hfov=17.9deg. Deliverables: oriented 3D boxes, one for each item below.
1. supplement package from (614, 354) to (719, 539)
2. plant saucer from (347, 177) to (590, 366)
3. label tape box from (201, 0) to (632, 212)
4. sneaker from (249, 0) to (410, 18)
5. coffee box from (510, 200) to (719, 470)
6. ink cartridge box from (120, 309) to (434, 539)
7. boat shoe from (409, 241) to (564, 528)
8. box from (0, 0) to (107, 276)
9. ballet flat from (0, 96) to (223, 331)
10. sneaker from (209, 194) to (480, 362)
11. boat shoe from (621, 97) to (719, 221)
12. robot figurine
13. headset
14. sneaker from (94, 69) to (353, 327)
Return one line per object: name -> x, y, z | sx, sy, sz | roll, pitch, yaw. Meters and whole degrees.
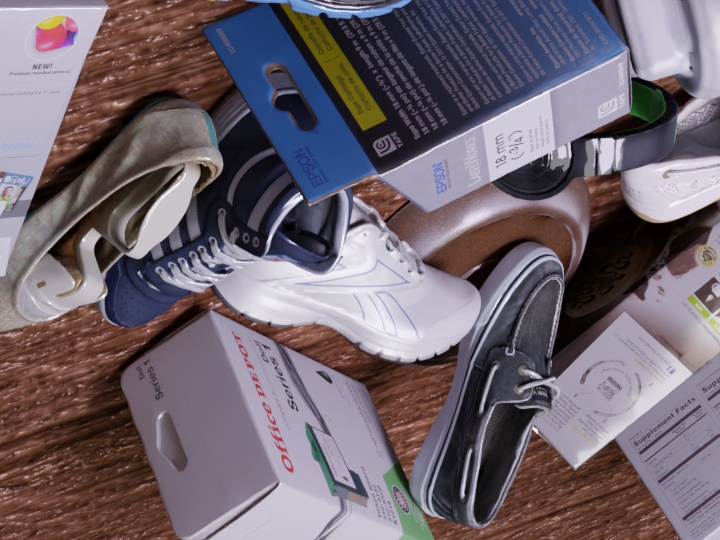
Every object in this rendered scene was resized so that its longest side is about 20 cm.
supplement package -> 0.282, 0.112, 1.740 | 0.151, 0.200, 0.152 | -39, 146, 10
plant saucer -> 0.080, 0.003, 1.590 | 0.200, 0.032, 0.201 | -21, 145, -16
label tape box -> 0.032, -0.114, 1.298 | 0.200, 0.144, 0.063 | -26, 148, -8
sneaker -> -0.028, -0.186, 1.222 | 0.199, 0.071, 0.083 | -1, 142, -34
coffee box -> 0.198, 0.036, 1.637 | 0.200, 0.113, 0.080 | -41, 104, 12
ink cartridge box -> -0.054, 0.128, 1.530 | 0.084, 0.146, 0.200 | -36, 148, 17
boat shoe -> 0.103, 0.082, 1.557 | 0.072, 0.071, 0.201 | 16, 96, -47
box -> -0.238, -0.074, 1.220 | 0.155, 0.041, 0.200 | -6, 139, -35
ballet flat -> -0.157, -0.019, 1.336 | 0.200, 0.062, 0.067 | -45, 144, 19
sneaker -> 0.000, 0.000, 1.464 | 0.199, 0.075, 0.087 | 13, 119, -33
boat shoe -> 0.268, -0.103, 1.556 | 0.200, 0.071, 0.069 | -30, 150, -3
robot figurine -> 0.251, -0.175, 1.411 | 0.199, 0.170, 0.113 | -17, 103, -7
headset -> 0.097, -0.103, 1.405 | 0.199, 0.124, 0.094 | -5, 116, -9
sneaker -> -0.082, -0.014, 1.363 | 0.070, 0.109, 0.200 | 12, 126, -46
